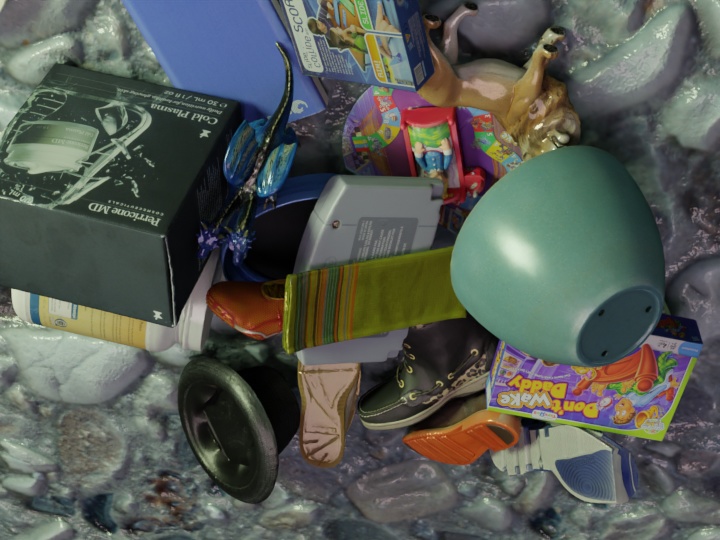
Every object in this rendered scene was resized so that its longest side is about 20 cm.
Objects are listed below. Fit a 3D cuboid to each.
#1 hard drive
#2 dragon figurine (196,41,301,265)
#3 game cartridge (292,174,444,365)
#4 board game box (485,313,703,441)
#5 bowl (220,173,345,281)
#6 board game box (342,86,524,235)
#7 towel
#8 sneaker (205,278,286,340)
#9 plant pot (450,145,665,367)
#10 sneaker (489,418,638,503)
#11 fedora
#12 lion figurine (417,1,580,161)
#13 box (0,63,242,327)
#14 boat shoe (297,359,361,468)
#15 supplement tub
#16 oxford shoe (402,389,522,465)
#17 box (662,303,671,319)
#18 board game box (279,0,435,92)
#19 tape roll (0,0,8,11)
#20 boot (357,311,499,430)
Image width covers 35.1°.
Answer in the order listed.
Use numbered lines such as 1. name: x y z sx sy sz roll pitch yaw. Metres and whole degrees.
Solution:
1. hard drive: -0.130 -0.216 1.062 0.130 0.026 0.201 -15 127 21
2. dragon figurine: -0.090 -0.100 1.027 0.058 0.099 0.202 22 100 -4
3. game cartridge: 0.000 0.000 1.111 0.132 0.041 0.203 -2 121 -30
4. board game box: 0.244 0.101 1.209 0.197 0.045 0.136 10 123 -2
5. bowl: -0.045 -0.025 1.173 0.197 0.040 0.202 -5 144 -4
6. board game box: 0.079 -0.107 1.115 0.198 0.039 0.158 30 128 -18
7. towel: 0.019 0.027 1.105 0.197 0.018 0.087 -10 125 -22
8. sneaker: -0.066 0.029 1.162 0.198 0.073 0.078 7 126 -34
9. plant pot: 0.200 0.009 1.038 0.197 0.135 0.202 -17 134 -18
10. sneaker: 0.251 0.199 1.301 0.114 0.198 0.082 -8 99 -34
11. fedora: -0.132 0.175 1.339 0.200 0.091 0.203 31 133 40
12. lion figurine: 0.115 -0.170 1.041 0.197 0.073 0.124 19 130 1
13. box: -0.232 -0.075 1.066 0.197 0.198 0.125 12 137 8
14. boat shoe: -0.035 0.125 1.317 0.073 0.069 0.203 11 111 3
15. supplement tub: -0.249 0.003 1.191 0.197 0.146 0.146 13 132 -2
16. oxford shoe: 0.124 0.178 1.344 0.071 0.074 0.199 36 146 -23
17. box: 0.237 0.019 1.204 0.143 0.037 0.201 -18 127 22
18. board game box: -0.019 -0.253 0.967 0.134 0.035 0.202 16 139 35
19. tape roll: -0.404 -0.302 1.022 0.199 0.037 0.205 5 132 5
20. boot: 0.057 0.089 1.268 0.198 0.074 0.151 -24 125 21
